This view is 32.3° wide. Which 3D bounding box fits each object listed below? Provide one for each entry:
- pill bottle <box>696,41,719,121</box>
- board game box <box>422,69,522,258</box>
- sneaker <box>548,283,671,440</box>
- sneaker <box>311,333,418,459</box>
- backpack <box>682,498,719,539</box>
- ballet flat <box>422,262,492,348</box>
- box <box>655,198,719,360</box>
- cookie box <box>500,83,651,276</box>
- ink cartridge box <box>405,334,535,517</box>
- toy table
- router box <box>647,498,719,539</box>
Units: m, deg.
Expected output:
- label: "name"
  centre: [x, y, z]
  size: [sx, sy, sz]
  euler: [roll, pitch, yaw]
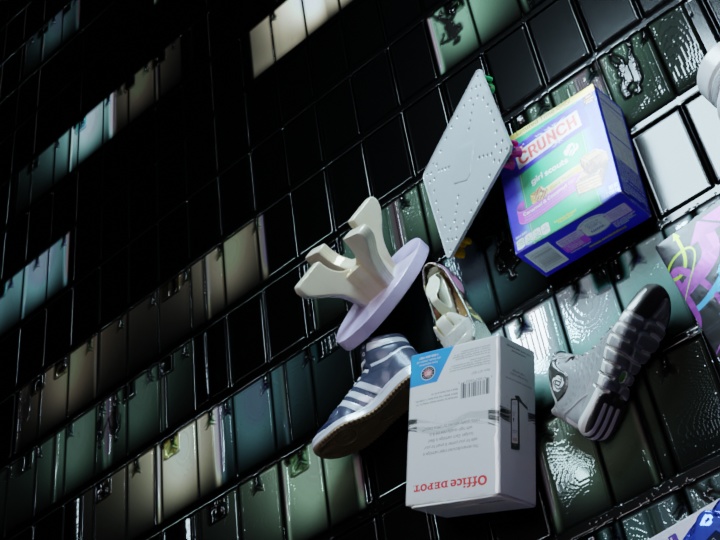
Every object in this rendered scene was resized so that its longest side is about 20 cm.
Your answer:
- label: "pill bottle"
  centre: [0.485, -0.192, 1.454]
  size: [0.114, 0.114, 0.200]
  euler: [-45, 40, 13]
- label: "board game box"
  centre: [0.156, -0.150, 1.760]
  size: [0.201, 0.026, 0.201]
  euler: [-102, 31, -49]
- label: "sneaker"
  centre: [0.284, 0.096, 1.492]
  size: [0.115, 0.075, 0.201]
  euler: [21, 80, 53]
- label: "sneaker"
  centre: [0.004, 0.170, 1.729]
  size: [0.200, 0.070, 0.109]
  euler: [-38, 46, 10]
- label: "backpack"
  centre: [0.362, 0.291, 1.122]
  size: [0.200, 0.168, 0.162]
  euler: [-49, 45, 1]
- label: "ballet flat"
  centre: [0.123, 0.063, 1.683]
  size: [0.069, 0.071, 0.201]
  euler: [-40, 41, 17]
- label: "box"
  centre: [0.439, 0.003, 1.426]
  size: [0.143, 0.036, 0.201]
  euler: [-39, 43, 20]
- label: "cookie box"
  centre: [0.277, -0.121, 1.649]
  size: [0.171, 0.075, 0.201]
  euler: [-32, 43, 29]
- label: "ink cartridge box"
  centre: [0.138, 0.198, 1.544]
  size: [0.145, 0.084, 0.201]
  euler: [-16, 61, 39]
- label: "toy table"
  centre: [0.000, 0.000, 1.772]
  size: [0.184, 0.117, 0.200]
  euler: [-31, 20, 51]
- label: "router box"
  centre: [0.374, 0.337, 1.245]
  size: [0.179, 0.049, 0.201]
  euler: [-37, 42, 21]
